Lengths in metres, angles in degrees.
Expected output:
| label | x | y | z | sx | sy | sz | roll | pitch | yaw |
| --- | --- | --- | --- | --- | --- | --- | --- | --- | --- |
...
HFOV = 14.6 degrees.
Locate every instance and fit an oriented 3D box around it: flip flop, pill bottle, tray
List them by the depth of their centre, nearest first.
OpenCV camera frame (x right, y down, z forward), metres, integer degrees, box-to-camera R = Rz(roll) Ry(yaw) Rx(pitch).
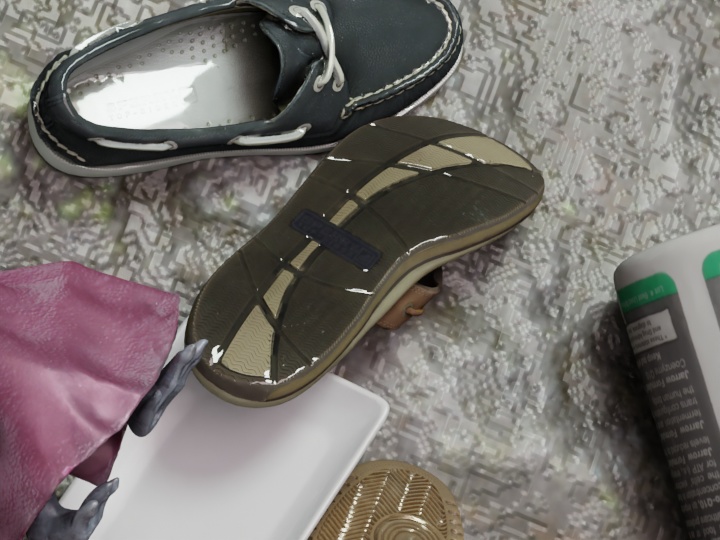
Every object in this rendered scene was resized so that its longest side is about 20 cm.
| label | x | y | z | sx | sy | sz | roll | pitch | yaw |
| --- | --- | --- | --- | --- | --- | --- | --- | --- | --- |
| tray | -0.080 | 0.118 | 1.156 | 0.107 | 0.022 | 0.200 | 25 | 71 | 27 |
| flip flop | 0.000 | 0.000 | 1.194 | 0.081 | 0.058 | 0.200 | 33 | 52 | 19 |
| pill bottle | 0.188 | 0.077 | 1.204 | 0.113 | 0.113 | 0.200 | -14 | 84 | -17 |

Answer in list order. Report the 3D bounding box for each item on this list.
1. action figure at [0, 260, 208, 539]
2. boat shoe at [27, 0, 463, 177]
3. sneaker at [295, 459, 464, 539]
| label | x | y | z | sx | sy | sz | roll | pitch | yaw |
| --- | --- | --- | --- | --- | --- | --- | --- | --- | --- |
| action figure | -0.167 | 0.016 | 1.077 | 0.200 | 0.134 | 0.149 | 30 | 115 | 0 |
| boat shoe | -0.042 | -0.084 | 1.202 | 0.200 | 0.060 | 0.076 | -20 | 85 | -17 |
| sneaker | -0.009 | 0.178 | 1.164 | 0.071 | 0.113 | 0.200 | 16 | 44 | 2 |
